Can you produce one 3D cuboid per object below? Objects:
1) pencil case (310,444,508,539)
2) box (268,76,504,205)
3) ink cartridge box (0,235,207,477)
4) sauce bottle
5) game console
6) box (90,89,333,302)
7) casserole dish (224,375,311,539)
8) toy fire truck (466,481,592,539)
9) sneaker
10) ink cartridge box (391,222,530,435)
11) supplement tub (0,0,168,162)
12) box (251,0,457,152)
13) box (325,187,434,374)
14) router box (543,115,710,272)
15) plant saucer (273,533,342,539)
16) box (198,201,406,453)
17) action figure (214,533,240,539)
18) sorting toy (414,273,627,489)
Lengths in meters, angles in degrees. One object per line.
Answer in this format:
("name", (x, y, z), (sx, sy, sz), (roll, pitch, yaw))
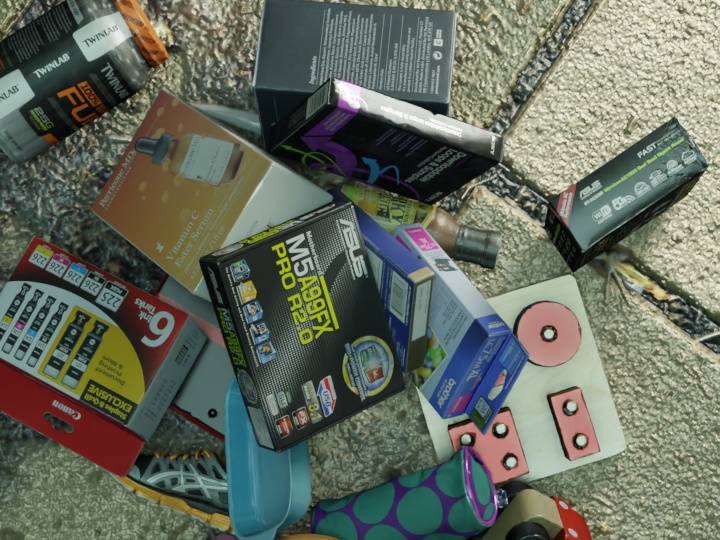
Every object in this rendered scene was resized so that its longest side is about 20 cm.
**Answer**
("pencil case", (0.046, 0.248, 1.556), (0.199, 0.093, 0.085), (-24, 127, 25))
("box", (0.025, -0.127, 1.532), (0.198, 0.143, 0.036), (15, 68, -24))
("ink cartridge box", (-0.291, 0.091, 1.579), (0.199, 0.084, 0.177), (25, 77, 16))
("sauce bottle", (0.051, -0.044, 1.615), (0.198, 0.065, 0.065), (13, 89, 1))
("game console", (-0.144, 0.083, 1.640), (0.199, 0.031, 0.178), (31, 84, 2))
("box", (-0.154, -0.068, 1.552), (0.200, 0.106, 0.153), (34, 94, 40))
("casserole dish", (-0.093, 0.183, 1.553), (0.039, 0.121, 0.202), (10, 64, -34))
("toy fire truck", (0.199, 0.346, 1.569), (0.199, 0.129, 0.177), (29, 111, -18))
("sneaker", (-0.181, 0.223, 1.615), (0.198, 0.078, 0.078), (21, 83, -4))
("ink cartridge box", (0.080, 0.061, 1.540), (0.200, 0.042, 0.120), (49, 130, 30))
("supplement tub", (-0.312, -0.214, 1.607), (0.199, 0.123, 0.123), (-32, 87, 2))
("box", (-0.004, -0.193, 1.569), (0.198, 0.149, 0.108), (4, 69, 2))
("box", (0.000, 0.000, 1.547), (0.032, 0.122, 0.200), (-24, 47, -30))
("router box", (0.265, -0.073, 1.536), (0.149, 0.200, 0.062), (-33, 82, 1))
("plant saucer", (-0.053, 0.367, 1.518), (0.198, 0.037, 0.202), (0, 93, -4))
("box", (-0.054, 0.053, 1.478), (0.159, 0.044, 0.202), (-23, 105, -28))
("action figure", (-0.133, 0.347, 1.564), (0.199, 0.149, 0.135), (33, 71, -24))
("sorting toy", (0.161, 0.125, 1.601), (0.198, 0.070, 0.201), (-17, 87, 2))
